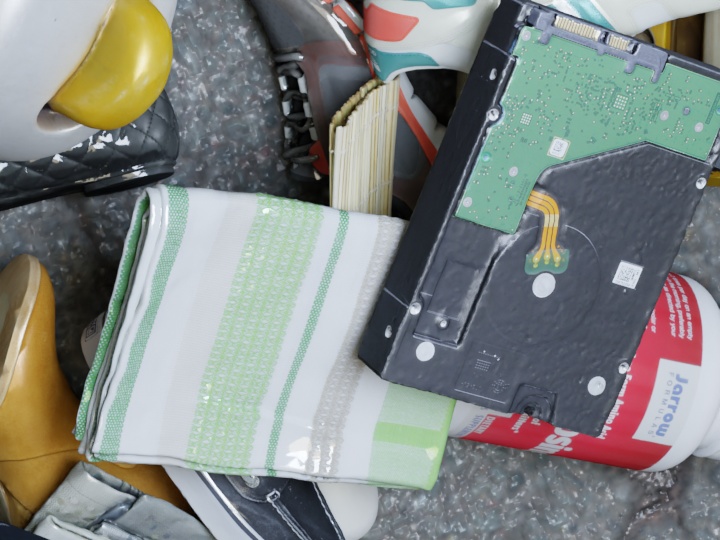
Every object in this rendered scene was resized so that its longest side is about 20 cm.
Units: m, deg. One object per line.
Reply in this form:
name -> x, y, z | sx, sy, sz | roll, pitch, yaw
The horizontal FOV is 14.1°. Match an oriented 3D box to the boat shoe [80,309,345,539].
boat shoe -> -0.059, 0.088, 1.520 | 0.068, 0.072, 0.200 | -32, 104, 25

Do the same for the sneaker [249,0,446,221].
sneaker -> -0.014, -0.087, 1.553 | 0.082, 0.077, 0.200 | -40, 106, -2

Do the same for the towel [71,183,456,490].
towel -> -0.033, 0.039, 1.456 | 0.200, 0.031, 0.149 | 9, 110, -25

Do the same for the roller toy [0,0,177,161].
roller toy -> -0.185, -0.150, 1.424 | 0.140, 0.200, 0.183 | 14, 70, -55

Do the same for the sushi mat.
sushi mat -> 0.000, 0.000, 1.514 | 0.012, 0.096, 0.200 | 10, 116, 18

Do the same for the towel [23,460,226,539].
towel -> -0.131, 0.215, 1.539 | 0.192, 0.035, 0.200 | 31, 101, -31

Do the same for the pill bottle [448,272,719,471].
pill bottle -> 0.127, 0.049, 1.589 | 0.200, 0.112, 0.112 | 11, 94, -21

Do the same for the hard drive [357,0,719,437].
hard drive -> 0.096, -0.026, 1.456 | 0.140, 0.038, 0.200 | 15, 103, -29

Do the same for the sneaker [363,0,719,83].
sneaker -> 0.095, -0.134, 1.493 | 0.199, 0.070, 0.093 | -2, 125, -12

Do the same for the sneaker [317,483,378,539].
sneaker -> -0.038, 0.061, 1.566 | 0.072, 0.072, 0.200 | -23, 105, -14

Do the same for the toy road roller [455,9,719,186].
toy road roller -> 0.157, -0.101, 1.578 | 0.200, 0.146, 0.123 | 2, 76, 11

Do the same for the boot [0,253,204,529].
boot -> -0.144, 0.098, 1.547 | 0.144, 0.071, 0.201 | 10, 99, -23

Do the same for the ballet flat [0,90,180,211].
ballet flat -> -0.192, -0.060, 1.514 | 0.200, 0.066, 0.057 | -9, 82, -20

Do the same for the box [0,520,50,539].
box -> -0.251, 0.184, 1.447 | 0.200, 0.107, 0.149 | 17, 92, 24
